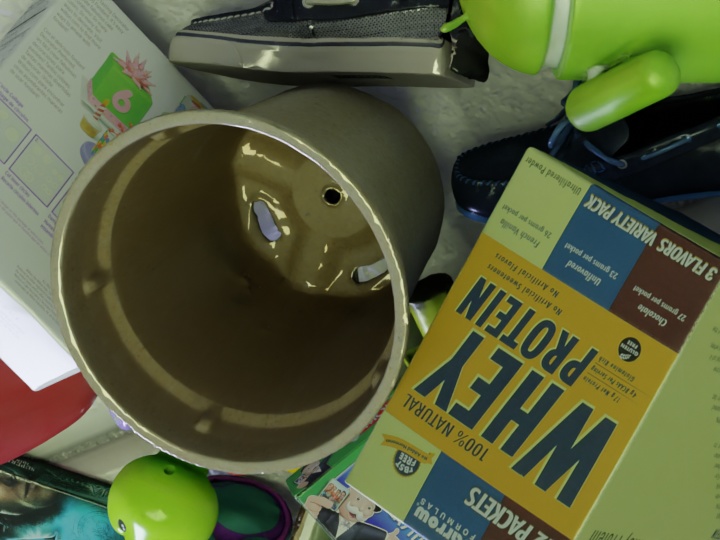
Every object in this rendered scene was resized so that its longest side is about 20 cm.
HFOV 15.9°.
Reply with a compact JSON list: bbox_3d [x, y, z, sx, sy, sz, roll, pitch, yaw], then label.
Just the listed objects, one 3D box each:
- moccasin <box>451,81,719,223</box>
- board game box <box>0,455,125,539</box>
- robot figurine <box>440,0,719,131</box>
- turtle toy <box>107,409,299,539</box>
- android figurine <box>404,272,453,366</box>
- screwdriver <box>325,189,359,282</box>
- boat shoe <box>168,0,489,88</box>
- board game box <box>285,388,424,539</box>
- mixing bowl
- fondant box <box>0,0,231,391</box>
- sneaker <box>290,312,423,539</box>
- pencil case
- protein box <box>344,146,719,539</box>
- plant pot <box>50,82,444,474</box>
[{"bbox_3d":[0.147,-0.078,1.466,0.199,0.081,0.068,-11,128,4],"label":"moccasin"},{"bbox_3d":[-0.220,0.218,1.723,0.135,0.028,0.200,18,119,2],"label":"board game box"},{"bbox_3d":[0.143,-0.160,1.384,0.199,0.176,0.116,2,162,-3],"label":"robot figurine"},{"bbox_3d":[-0.095,0.080,1.562,0.145,0.101,0.200,21,107,9],"label":"turtle toy"},{"bbox_3d":[0.105,0.076,1.530,0.182,0.041,0.200,-30,115,-3],"label":"android figurine"},{"bbox_3d":[0.000,0.000,1.527,0.029,0.028,0.201,-10,94,11],"label":"screwdriver"},{"bbox_3d":[-0.015,-0.155,1.471,0.199,0.075,0.093,4,87,25],"label":"boat shoe"},{"bbox_3d":[0.069,0.152,1.511,0.135,0.029,0.200,-40,113,0],"label":"board game box"},{"bbox_3d":[-0.211,0.026,1.546,0.108,0.200,0.201,-7,117,-7],"label":"mixing bowl"},{"bbox_3d":[-0.171,-0.052,1.468,0.144,0.200,0.058,46,140,-17],"label":"fondant box"},{"bbox_3d":[0.022,0.115,1.575,0.090,0.067,0.201,20,101,-2],"label":"sneaker"},{"bbox_3d":[-0.103,0.232,1.666,0.085,0.092,0.200,4,120,-19],"label":"pencil case"},{"bbox_3d":[0.134,0.069,1.368,0.135,0.198,0.200,33,98,32],"label":"protein box"},{"bbox_3d":[-0.043,-0.017,1.418,0.200,0.183,0.201,7,112,17],"label":"plant pot"}]
